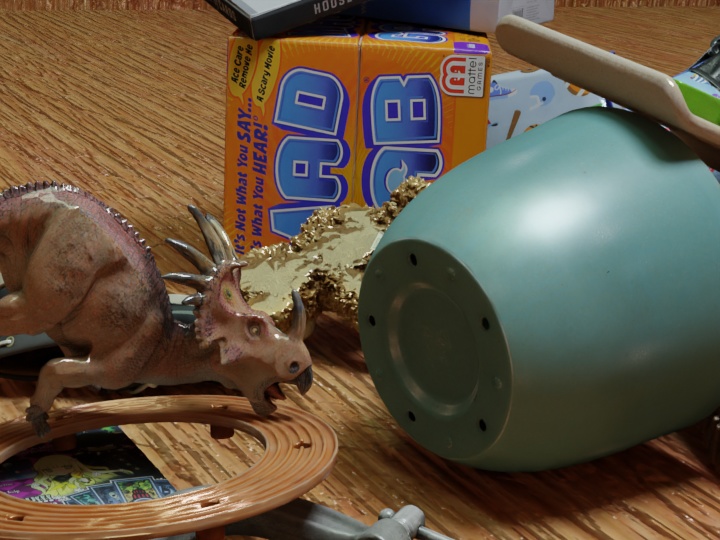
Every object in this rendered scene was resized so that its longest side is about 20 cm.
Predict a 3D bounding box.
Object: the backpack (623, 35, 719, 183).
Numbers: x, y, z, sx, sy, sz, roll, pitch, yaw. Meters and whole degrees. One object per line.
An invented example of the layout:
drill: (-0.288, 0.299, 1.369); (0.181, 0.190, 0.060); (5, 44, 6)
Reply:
backpack: (0.282, -0.079, 1.251); (0.199, 0.184, 0.134); (-28, 53, -29)

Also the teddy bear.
teddy bear: (0.000, 0.000, 1.046); (0.199, 0.067, 0.144); (-36, 54, -28)

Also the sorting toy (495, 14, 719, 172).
sorting toy: (0.201, -0.099, 0.922); (0.198, 0.037, 0.185); (23, 8, -35)

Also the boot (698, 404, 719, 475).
boot: (0.261, 0.044, 0.892); (0.106, 0.075, 0.202); (17, 56, -9)

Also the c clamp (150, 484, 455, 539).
c clamp: (-0.038, 0.131, 0.620); (0.169, 0.027, 0.199); (18, 22, 29)

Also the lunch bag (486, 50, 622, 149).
lunch bag: (0.190, -0.122, 1.408); (0.168, 0.126, 0.200); (-6, -16, 26)

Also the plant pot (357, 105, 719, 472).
plant pot: (0.095, 0.023, 0.843); (0.160, 0.203, 0.199); (-19, 26, -37)

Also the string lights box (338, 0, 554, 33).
string lights box: (0.052, -0.239, 1.229); (0.198, 0.060, 0.102); (13, 21, 30)

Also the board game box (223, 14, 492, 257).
board game box: (-0.001, -0.096, 1.199); (0.197, 0.203, 0.200); (4, 16, 1)

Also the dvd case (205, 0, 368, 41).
dvd case: (-0.026, -0.242, 1.153); (0.198, 0.025, 0.150); (-23, 36, -18)

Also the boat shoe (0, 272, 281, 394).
boat shoe: (-0.142, 0.053, 0.944); (0.197, 0.072, 0.068); (9, 52, -2)

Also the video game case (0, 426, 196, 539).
video game case: (-0.178, 0.129, 0.691); (0.198, 0.036, 0.181); (-5, 19, -28)

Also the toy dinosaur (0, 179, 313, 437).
toy dinosaur: (-0.126, 0.005, 0.723); (0.200, 0.135, 0.086); (42, 17, -32)

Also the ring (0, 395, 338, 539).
ring: (-0.108, 0.094, 0.693); (0.197, 0.020, 0.201); (-3, 11, 0)
